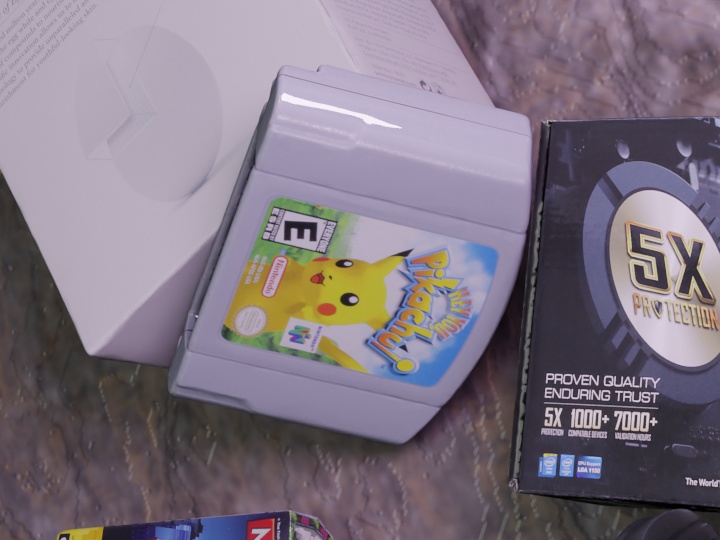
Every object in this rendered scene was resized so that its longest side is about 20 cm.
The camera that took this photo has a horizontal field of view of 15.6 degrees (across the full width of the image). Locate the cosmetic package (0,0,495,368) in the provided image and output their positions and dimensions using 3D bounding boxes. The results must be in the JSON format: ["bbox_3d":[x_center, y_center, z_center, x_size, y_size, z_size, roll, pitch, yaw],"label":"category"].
[{"bbox_3d":[-0.070,-0.089,1.279,0.199,0.123,0.200,-42,61,24],"label":"cosmetic package"}]

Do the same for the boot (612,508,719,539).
[{"bbox_3d":[0.121,0.208,1.119,0.168,0.076,0.201,-33,88,49],"label":"boot"}]

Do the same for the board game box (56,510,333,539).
[{"bbox_3d":[-0.054,0.219,1.253,0.199,0.062,0.201,-8,78,35],"label":"board game box"}]

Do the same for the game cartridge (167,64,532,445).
[{"bbox_3d":[0.000,0.000,1.179,0.041,0.133,0.200,-92,18,-44],"label":"game cartridge"}]

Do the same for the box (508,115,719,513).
[{"bbox_3d":[0.172,0.022,1.102,0.199,0.086,0.165,2,83,37],"label":"box"}]
